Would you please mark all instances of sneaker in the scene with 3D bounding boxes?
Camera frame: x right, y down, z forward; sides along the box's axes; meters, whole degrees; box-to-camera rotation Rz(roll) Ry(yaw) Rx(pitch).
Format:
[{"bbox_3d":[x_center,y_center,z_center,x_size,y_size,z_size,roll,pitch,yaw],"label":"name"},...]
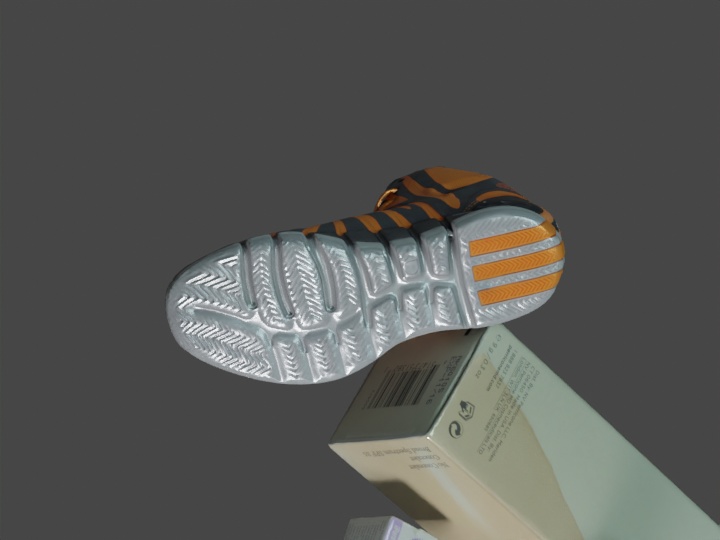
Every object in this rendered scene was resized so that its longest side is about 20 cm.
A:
[{"bbox_3d":[0.000,0.000,1.235,0.200,0.112,0.078,-8,106,-4],"label":"sneaker"}]

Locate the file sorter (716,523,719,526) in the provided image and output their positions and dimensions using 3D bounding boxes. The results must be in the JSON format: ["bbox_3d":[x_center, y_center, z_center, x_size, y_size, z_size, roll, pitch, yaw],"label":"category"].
[{"bbox_3d":[0.268,0.197,1.357,0.200,0.139,0.125,-27,102,-35],"label":"file sorter"}]

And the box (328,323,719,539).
[{"bbox_3d":[0.091,0.117,1.269,0.200,0.095,0.078,42,62,-22],"label":"box"}]

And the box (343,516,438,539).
[{"bbox_3d":[-0.011,0.221,1.212,0.039,0.041,0.200,31,65,-29],"label":"box"}]
